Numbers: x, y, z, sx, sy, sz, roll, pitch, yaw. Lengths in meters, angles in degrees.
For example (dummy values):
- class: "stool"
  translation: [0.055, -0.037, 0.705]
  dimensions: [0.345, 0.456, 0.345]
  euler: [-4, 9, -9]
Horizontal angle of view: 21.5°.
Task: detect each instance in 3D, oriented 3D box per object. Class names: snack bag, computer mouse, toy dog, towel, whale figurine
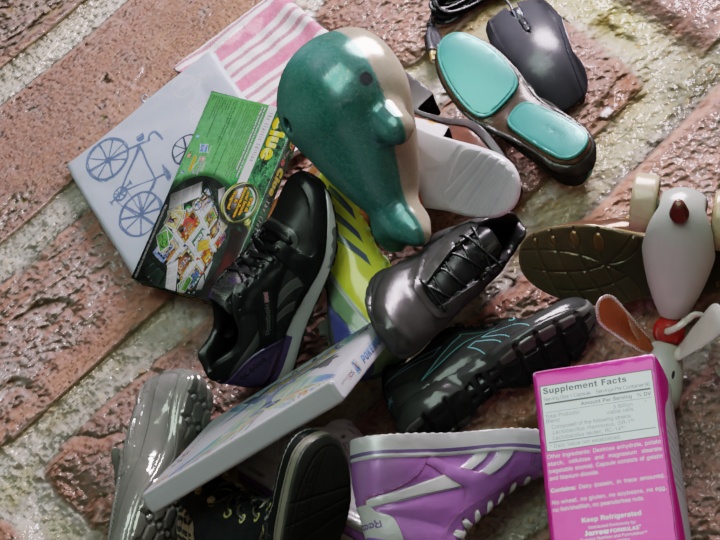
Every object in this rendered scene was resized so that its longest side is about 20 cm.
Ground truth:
- class: "snack bag"
  translation: [-0.182, -0.108, 1.869]
  dimensions: [0.200, 0.021, 0.189]
  euler: [-40, 51, 3]
- class: "computer mouse"
  translation: [0.133, -0.223, 1.833]
  dimensions: [0.139, 0.046, 0.201]
  euler: [-19, 52, 6]
- class: "toy dog"
  translation: [0.256, 0.014, 1.541]
  dimensions: [0.131, 0.096, 0.202]
  euler: [-12, 84, 15]
- class: "towel"
  translation: [-0.086, -0.198, 1.907]
  dimensions: [0.146, 0.030, 0.200]
  euler: [-37, 52, -8]
- class: "whale figurine"
  translation: [-0.007, -0.106, 1.638]
  dimensions: [0.103, 0.201, 0.159]
  euler: [-20, 4, -22]

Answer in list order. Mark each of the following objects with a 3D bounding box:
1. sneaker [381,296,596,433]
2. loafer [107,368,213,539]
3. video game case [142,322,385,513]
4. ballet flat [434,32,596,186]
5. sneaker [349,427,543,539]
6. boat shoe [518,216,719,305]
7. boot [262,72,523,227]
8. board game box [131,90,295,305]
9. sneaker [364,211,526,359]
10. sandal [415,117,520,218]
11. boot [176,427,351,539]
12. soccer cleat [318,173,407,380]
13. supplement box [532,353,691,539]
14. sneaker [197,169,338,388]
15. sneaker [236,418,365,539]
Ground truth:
- class: "sneaker"
  translation: [0.106, 0.069, 1.621]
  dimensions: [0.199, 0.076, 0.079]
  euler: [-29, 49, -2]
- class: "loafer"
  translation: [-0.186, 0.178, 1.662]
  dimensions: [0.069, 0.070, 0.201]
  euler: [-5, 50, 30]
- class: "video game case"
  translation: [-0.073, 0.117, 1.579]
  dimensions: [0.199, 0.022, 0.182]
  euler: [-32, 6, 21]
- class: "ballet flat"
  translation: [0.141, -0.141, 1.756]
  dimensions: [0.068, 0.069, 0.200]
  euler: [-39, 59, -8]
- class: "sneaker"
  translation: [0.084, 0.188, 1.524]
  dimensions: [0.199, 0.073, 0.115]
  euler: [-2, 75, -25]
- class: "boat shoe"
  translation: [0.238, -0.012, 1.640]
  dimensions: [0.198, 0.073, 0.068]
  euler: [-1, 13, 15]
- class: "boot"
  translation: [0.029, -0.067, 1.753]
  dimensions: [0.188, 0.069, 0.200]
  euler: [41, 83, 24]
- class: "board game box"
  translation: [-0.133, -0.068, 1.793]
  dimensions: [0.104, 0.023, 0.201]
  euler: [15, 76, 29]
- class: "sneaker"
  translation: [0.074, 0.002, 1.621]
  dimensions: [0.091, 0.076, 0.200]
  euler: [-32, 10, 41]
- class: "sandal"
  translation: [0.070, -0.090, 1.689]
  dimensions: [0.206, 0.059, 0.080]
  euler: [22, 108, 38]
- class: "boot"
  translation: [-0.086, 0.195, 1.541]
  dimensions: [0.073, 0.205, 0.153]
  euler: [-18, 36, -38]
- class: "soccer cleat"
  translation: [0.000, 0.001, 1.696]
  dimensions: [0.083, 0.065, 0.202]
  euler: [-12, 71, 12]
- class: "supplement box"
  translation: [0.199, 0.178, 1.463]
  dimensions: [0.102, 0.101, 0.202]
  euler: [-8, 70, 14]
- class: "sneaker"
  translation: [-0.084, 0.009, 1.660]
  dimensions: [0.076, 0.087, 0.202]
  euler: [26, 105, 48]
- class: "sneaker"
  translation: [-0.011, 0.177, 1.588]
  dimensions: [0.199, 0.075, 0.100]
  euler: [25, 68, 32]
